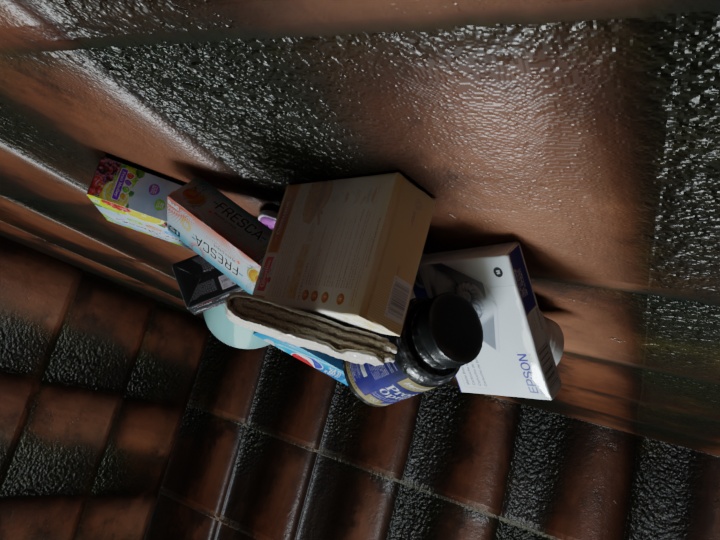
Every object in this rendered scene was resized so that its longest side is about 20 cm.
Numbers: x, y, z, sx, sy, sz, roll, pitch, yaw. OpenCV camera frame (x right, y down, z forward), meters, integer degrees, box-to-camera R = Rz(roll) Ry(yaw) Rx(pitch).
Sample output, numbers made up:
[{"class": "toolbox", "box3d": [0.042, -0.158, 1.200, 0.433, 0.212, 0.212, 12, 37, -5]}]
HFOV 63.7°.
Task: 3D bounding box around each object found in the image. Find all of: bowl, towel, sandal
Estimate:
[{"class": "bowl", "box3d": [-0.221, 0.041, 1.155, 0.195, 0.205, 0.106, 16, 149, 1]}, {"class": "towel", "box3d": [-0.062, 0.072, 0.668, 0.195, 0.035, 0.132, 19, 167, -11]}, {"class": "sandal", "box3d": [-0.130, -0.045, 0.935, 0.080, 0.051, 0.203, 17, 168, -4]}]

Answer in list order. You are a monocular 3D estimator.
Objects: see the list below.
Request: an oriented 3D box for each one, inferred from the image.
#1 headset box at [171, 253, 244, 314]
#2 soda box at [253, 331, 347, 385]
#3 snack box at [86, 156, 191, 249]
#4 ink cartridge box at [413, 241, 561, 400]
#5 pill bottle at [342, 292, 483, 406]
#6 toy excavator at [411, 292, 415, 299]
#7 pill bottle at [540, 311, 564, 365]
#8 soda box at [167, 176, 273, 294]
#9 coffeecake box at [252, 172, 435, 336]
[{"class": "headset box", "box3d": [-0.236, 0.011, 1.003, 0.145, 0.079, 0.200, -22, 179, -14]}, {"class": "soda box", "box3d": [-0.074, 0.117, 0.964, 0.197, 0.069, 0.064, 32, 153, -20]}, {"class": "snack box", "box3d": [-0.315, -0.094, 0.933, 0.195, 0.070, 0.168, 21, 168, -12]}, {"class": "ink cartridge box", "box3d": [0.147, 0.071, 0.770, 0.197, 0.040, 0.204, -6, 110, 48]}, {"class": "pill bottle", "box3d": [0.065, 0.103, 0.757, 0.109, 0.115, 0.199, 21, 149, -22]}, {"class": "toy excavator", "box3d": [0.117, 0.075, 0.993, 0.194, 0.103, 0.195, 17, 168, -5]}, {"class": "pill bottle", "box3d": [0.216, 0.091, 0.906, 0.196, 0.120, 0.116, 22, 166, -25]}, {"class": "soda box", "box3d": [-0.174, -0.040, 0.795, 0.198, 0.063, 0.069, 36, 138, 13]}, {"class": "coffeecake box", "box3d": [-0.026, -0.020, 0.671, 0.197, 0.158, 0.072, 3, 162, 47]}]
